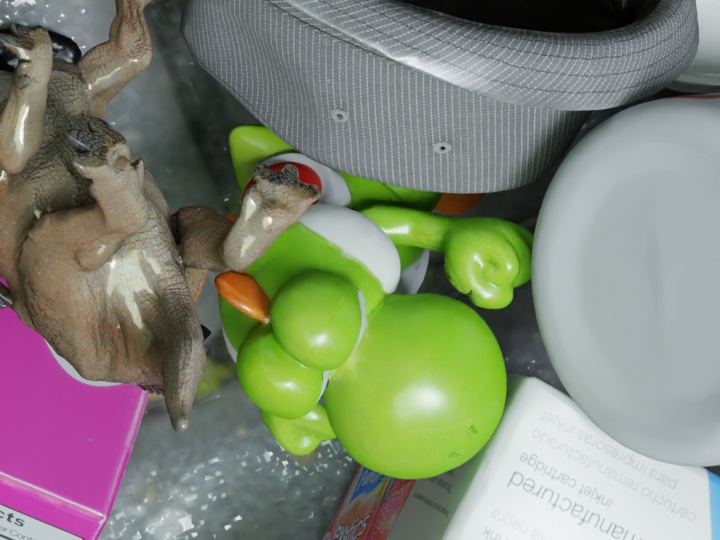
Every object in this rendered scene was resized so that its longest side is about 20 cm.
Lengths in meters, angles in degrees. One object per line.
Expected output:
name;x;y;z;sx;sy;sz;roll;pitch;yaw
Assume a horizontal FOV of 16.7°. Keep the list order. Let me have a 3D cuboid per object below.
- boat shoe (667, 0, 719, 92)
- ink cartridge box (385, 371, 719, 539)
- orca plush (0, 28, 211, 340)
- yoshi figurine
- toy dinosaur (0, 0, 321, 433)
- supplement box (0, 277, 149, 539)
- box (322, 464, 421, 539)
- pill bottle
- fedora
boat shoe;0.189;-0.103;0.840;0.199;0.069;0.071;-17;112;8
ink cartridge box;0.064;0.154;0.834;0.145;0.084;0.201;27;86;-10
orca plush;-0.118;-0.052;0.887;0.071;0.105;0.200;-45;104;-15
yoshi figurine;0.008;0.013;0.837;0.111;0.200;0.113;0;110;7
toy dinosaur;-0.093;-0.011;0.764;0.086;0.200;0.136;-9;143;-42
supplement box;-0.155;0.096;0.899;0.103;0.102;0.200;24;130;-9
box;0.089;0.130;0.929;0.199;0.095;0.103;28;87;-10
pill bottle;0.160;-0.005;0.825;0.115;0.199;0.117;8;101;43
fedora;0.010;-0.092;0.821;0.199;0.177;0.091;15;127;-12
